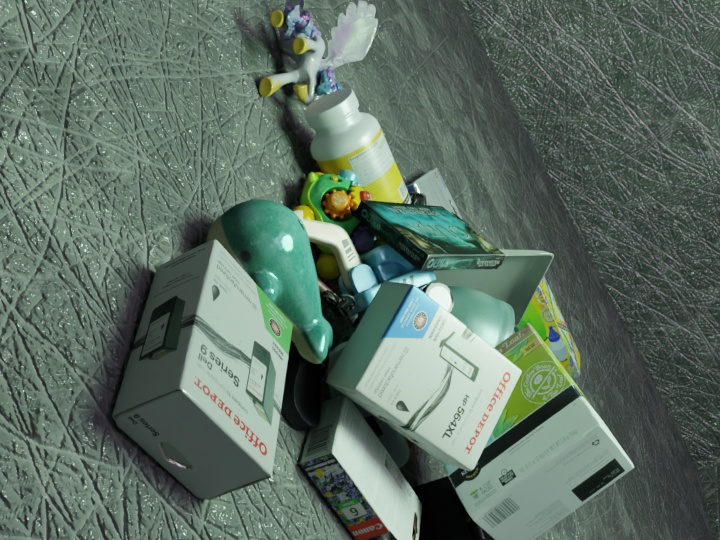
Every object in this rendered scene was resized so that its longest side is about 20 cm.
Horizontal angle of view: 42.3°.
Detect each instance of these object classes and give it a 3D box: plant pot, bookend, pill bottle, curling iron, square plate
[{"bbox_3d":[0.116,0.104,1.384,0.133,0.201,0.201,30,33,-13],"label":"plant pot"},{"bbox_3d":[0.147,0.374,1.285,0.200,0.092,0.200,2,66,-67],"label":"bookend"},{"bbox_3d":[-0.008,-0.165,1.402,0.112,0.111,0.201,-74,142,-57],"label":"pill bottle"},{"bbox_3d":[-0.080,-0.010,1.166,0.200,0.050,0.026,43,68,-11],"label":"curling iron"},{"bbox_3d":[0.178,0.025,1.453,0.201,0.196,0.029,104,-17,-52],"label":"square plate"}]

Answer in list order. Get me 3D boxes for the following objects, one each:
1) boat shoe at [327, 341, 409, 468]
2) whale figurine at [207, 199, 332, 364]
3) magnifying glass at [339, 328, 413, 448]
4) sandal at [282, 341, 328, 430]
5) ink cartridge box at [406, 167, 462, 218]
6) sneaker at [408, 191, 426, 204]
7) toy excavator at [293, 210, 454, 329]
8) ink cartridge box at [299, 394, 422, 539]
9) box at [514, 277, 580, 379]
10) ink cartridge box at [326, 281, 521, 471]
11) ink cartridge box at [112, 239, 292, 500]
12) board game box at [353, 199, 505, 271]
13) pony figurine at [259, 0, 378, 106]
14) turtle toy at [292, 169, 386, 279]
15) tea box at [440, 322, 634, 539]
[{"bbox_3d":[0.013,0.165,1.210,0.200,0.073,0.068,60,12,-27],"label":"boat shoe"},{"bbox_3d":[-0.085,0.007,1.062,0.201,0.103,0.159,53,10,-3],"label":"whale figurine"},{"bbox_3d":[0.029,0.162,1.265,0.022,0.079,0.201,-45,124,-41],"label":"magnifying glass"},{"bbox_3d":[-0.061,0.102,1.144,0.076,0.043,0.202,43,32,-44],"label":"sandal"},{"bbox_3d":[0.156,-0.093,1.821,0.198,0.043,0.200,63,20,-5],"label":"ink cartridge box"},{"bbox_3d":[0.059,-0.115,1.545,0.201,0.099,0.070,62,21,-11],"label":"sneaker"},{"bbox_3d":[0.000,0.000,1.239,0.193,0.100,0.202,-20,85,-29],"label":"toy excavator"},{"bbox_3d":[0.006,0.261,1.133,0.201,0.050,0.109,58,23,-23],"label":"ink cartridge box"},{"bbox_3d":[0.250,0.116,1.612,0.194,0.199,0.122,64,17,-5],"label":"box"},{"bbox_3d":[0.081,0.129,1.136,0.199,0.084,0.147,37,74,-24],"label":"ink cartridge box"},{"bbox_3d":[-0.145,0.096,0.907,0.146,0.083,0.201,51,27,-34],"label":"ink cartridge box"},{"bbox_3d":[0.100,-0.048,1.291,0.135,0.028,0.199,41,25,30],"label":"board game box"},{"bbox_3d":[-0.076,-0.335,1.431,0.200,0.165,0.195,-3,103,-70],"label":"pony figurine"},{"bbox_3d":[-0.015,-0.060,1.326,0.201,0.100,0.146,57,24,-23],"label":"turtle toy"},{"bbox_3d":[0.210,0.219,1.224,0.134,0.199,0.197,46,9,-41],"label":"tea box"}]
